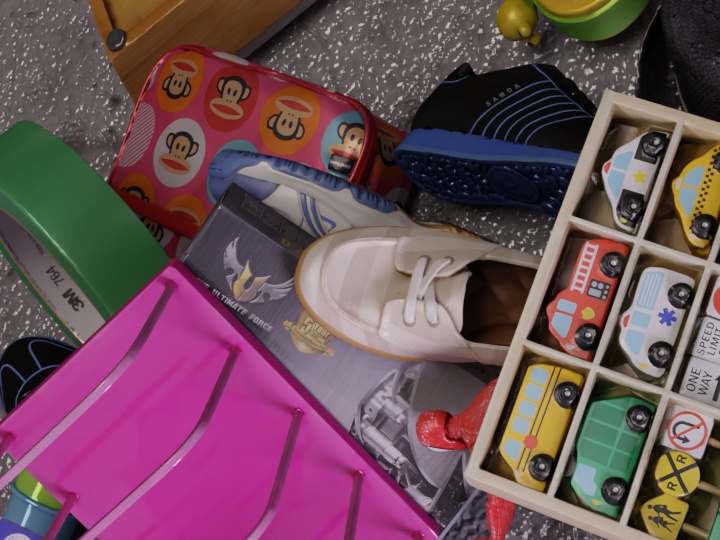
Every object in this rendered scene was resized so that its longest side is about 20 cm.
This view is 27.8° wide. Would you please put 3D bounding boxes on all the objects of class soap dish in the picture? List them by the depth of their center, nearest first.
[{"bbox_3d":[-0.107,-0.223,1.005,0.199,0.081,0.158,-34,58,18],"label":"soap dish"}]

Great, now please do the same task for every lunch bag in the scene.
[{"bbox_3d":[-0.073,-0.038,0.922,0.199,0.082,0.178,23,92,36],"label":"lunch bag"}]

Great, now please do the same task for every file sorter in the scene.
[{"bbox_3d":[-0.079,0.128,0.709,0.139,0.200,0.126,-41,12,16],"label":"file sorter"}]

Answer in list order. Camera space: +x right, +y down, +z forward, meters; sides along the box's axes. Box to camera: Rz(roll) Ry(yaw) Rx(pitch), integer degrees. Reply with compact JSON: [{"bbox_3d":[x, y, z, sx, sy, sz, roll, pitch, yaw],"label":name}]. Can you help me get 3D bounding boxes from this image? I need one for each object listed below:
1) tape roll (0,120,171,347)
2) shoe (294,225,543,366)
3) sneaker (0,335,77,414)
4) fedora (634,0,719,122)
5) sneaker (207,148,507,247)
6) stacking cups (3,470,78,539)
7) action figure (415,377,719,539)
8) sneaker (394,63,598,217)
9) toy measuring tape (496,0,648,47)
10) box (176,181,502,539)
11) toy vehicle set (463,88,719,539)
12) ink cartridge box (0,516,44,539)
[{"bbox_3d":[-0.163,0.003,0.888,0.048,0.201,0.200,-41,51,-18],"label":"tape roll"},{"bbox_3d":[0.066,0.014,0.725,0.053,0.198,0.071,128,151,-67],"label":"shoe"},{"bbox_3d":[-0.162,0.094,0.861,0.070,0.078,0.200,-44,57,-11],"label":"sneaker"},{"bbox_3d":[0.220,-0.113,0.739,0.199,0.091,0.203,-12,67,30],"label":"fedora"},{"bbox_3d":[0.000,0.000,0.807,0.198,0.075,0.089,24,96,-3],"label":"sneaker"},{"bbox_3d":[-0.210,0.169,0.957,0.060,0.060,0.202,24,92,37],"label":"stacking cups"},{"bbox_3d":[0.125,0.106,0.720,0.198,0.100,0.066,8,45,15],"label":"action figure"},{"bbox_3d":[0.110,-0.073,0.798,0.199,0.070,0.078,16,66,39],"label":"sneaker"},{"bbox_3d":[0.162,-0.189,0.822,0.199,0.073,0.074,-36,57,19],"label":"toy measuring tape"},{"bbox_3d":[-0.032,0.075,0.780,0.159,0.199,0.048,-53,8,17],"label":"box"},{"bbox_3d":[0.140,0.026,0.673,0.123,0.027,0.202,18,75,15],"label":"toy vehicle set"},{"bbox_3d":[-0.134,0.225,0.817,0.199,0.037,0.095,27,89,-5],"label":"ink cartridge box"}]
